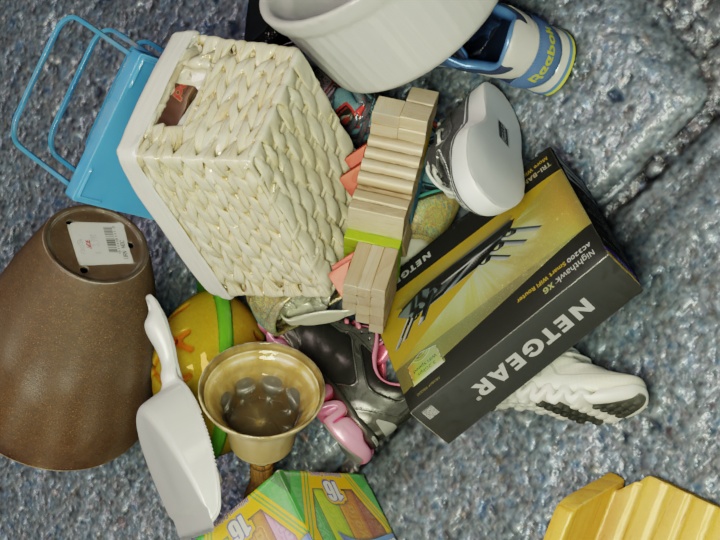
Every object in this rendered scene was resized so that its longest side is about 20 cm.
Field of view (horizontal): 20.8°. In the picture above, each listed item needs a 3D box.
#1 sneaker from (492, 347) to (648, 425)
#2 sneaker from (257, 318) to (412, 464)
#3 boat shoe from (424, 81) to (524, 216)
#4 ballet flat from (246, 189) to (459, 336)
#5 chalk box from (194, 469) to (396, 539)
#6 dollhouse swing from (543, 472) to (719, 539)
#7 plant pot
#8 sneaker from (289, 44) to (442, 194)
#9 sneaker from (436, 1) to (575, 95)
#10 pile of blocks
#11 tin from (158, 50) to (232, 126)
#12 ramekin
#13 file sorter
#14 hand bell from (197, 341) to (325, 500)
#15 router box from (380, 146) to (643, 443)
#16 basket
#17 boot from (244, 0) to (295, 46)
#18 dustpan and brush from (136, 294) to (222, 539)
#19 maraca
[{"bbox_3d":[0.141,0.075,1.564,0.200,0.075,0.081,6,75,39],"label":"sneaker"},{"bbox_3d":[-0.019,0.069,1.690,0.095,0.079,0.200,-37,62,1],"label":"sneaker"},{"bbox_3d":[0.085,-0.088,1.569,0.068,0.072,0.200,-34,20,20],"label":"boat shoe"},{"bbox_3d":[0.000,0.000,1.647,0.200,0.071,0.071,-24,68,8],"label":"ballet flat"},{"bbox_3d":[-0.030,0.281,1.622,0.124,0.124,0.200,-41,63,24],"label":"chalk box"},{"bbox_3d":[0.195,0.254,1.433,0.200,0.176,0.182,24,97,37],"label":"dollhouse swing"},{"bbox_3d":[-0.254,0.043,1.736,0.187,0.187,0.200,54,140,28],"label":"plant pot"},{"bbox_3d":[-0.004,-0.120,1.667,0.200,0.096,0.079,37,105,17],"label":"sneaker"},{"bbox_3d":[0.082,-0.202,1.641,0.200,0.082,0.074,17,94,38],"label":"sneaker"},{"bbox_3d":[0.011,-0.053,1.580,0.062,0.082,0.200,13,77,8],"label":"pile of blocks"},{"bbox_3d":[-0.114,-0.117,1.700,0.042,0.200,0.112,36,80,31],"label":"tin"},{"bbox_3d":[0.025,-0.238,1.596,0.200,0.098,0.201,-29,34,21],"label":"ramekin"},{"bbox_3d":[-0.191,-0.132,1.754,0.123,0.200,0.139,34,103,37],"label":"file sorter"},{"bbox_3d":[-0.085,0.165,1.666,0.104,0.104,0.200,44,147,32],"label":"hand bell"},{"bbox_3d":[0.109,0.018,1.549,0.200,0.052,0.157,-40,35,13],"label":"router box"},{"bbox_3d":[-0.085,-0.080,1.577,0.123,0.200,0.136,5,57,26],"label":"basket"},{"bbox_3d":[-0.098,-0.272,1.782,0.200,0.076,0.168,-3,77,29],"label":"boot"},{"bbox_3d":[-0.155,0.119,1.636,0.200,0.057,0.140,65,159,3],"label":"dustpan and brush"},{"bbox_3d":[-0.131,0.069,1.732,0.137,0.107,0.200,147,124,-68],"label":"maraca"}]
